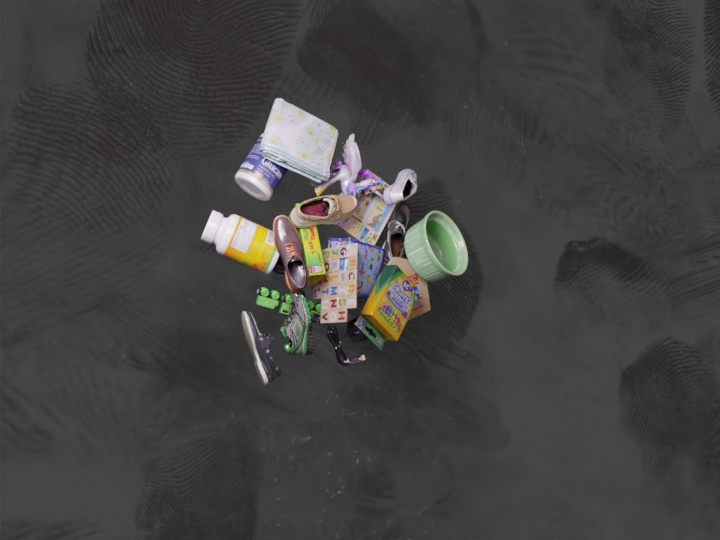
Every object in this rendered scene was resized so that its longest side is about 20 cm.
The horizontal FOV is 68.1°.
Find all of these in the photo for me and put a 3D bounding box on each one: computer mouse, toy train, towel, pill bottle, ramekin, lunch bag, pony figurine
[{"bbox_3d":[0.011,0.190,1.501,0.198,0.046,0.143,-23,111,-20],"label":"computer mouse"},{"bbox_3d":[-0.193,0.097,1.462,0.197,0.042,0.057,18,88,-18],"label":"toy train"},{"bbox_3d":[-0.158,-0.341,1.411,0.198,0.048,0.174,23,60,-23],"label":"towel"},{"bbox_3d":[-0.246,-0.302,1.447,0.110,0.111,0.202,32,74,-14],"label":"pill bottle"},{"bbox_3d":[0.219,-0.063,1.569,0.198,0.097,0.203,24,53,-37],"label":"ramekin"},{"bbox_3d":[0.000,0.000,1.502,0.198,0.093,0.153,12,85,-44],"label":"lunch bag"},{"bbox_3d":[-0.042,-0.266,1.515,0.197,0.167,0.196,-24,97,-4],"label":"pony figurine"},{"bbox_3d":[-0.310,-0.078,1.398,0.198,0.111,0.113,24,76,-16],"label":"pill bottle"}]

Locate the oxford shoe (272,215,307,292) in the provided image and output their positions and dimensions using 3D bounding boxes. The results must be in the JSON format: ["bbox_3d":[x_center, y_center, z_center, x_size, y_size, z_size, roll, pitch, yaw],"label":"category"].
[{"bbox_3d":[-0.171,-0.046,1.346,0.070,0.072,0.203,-17,89,-16],"label":"oxford shoe"}]

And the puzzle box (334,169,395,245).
[{"bbox_3d":[0.024,-0.181,1.583,0.132,0.025,0.202,32,74,-14],"label":"puzzle box"}]

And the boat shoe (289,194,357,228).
[{"bbox_3d":[-0.087,-0.162,1.405,0.198,0.066,0.075,-21,81,-28],"label":"boat shoe"}]

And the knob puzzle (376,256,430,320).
[{"bbox_3d":[0.114,0.054,1.568,0.216,0.030,0.224,-7,106,-28],"label":"knob puzzle"}]

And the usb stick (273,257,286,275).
[{"bbox_3d":[-0.149,0.000,1.493,0.197,0.033,0.056,13,73,-19],"label":"usb stick"}]

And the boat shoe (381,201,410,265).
[{"bbox_3d":[0.115,-0.114,1.589,0.071,0.068,0.203,20,76,-16],"label":"boat shoe"}]

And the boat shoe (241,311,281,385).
[{"bbox_3d":[-0.258,0.197,1.406,0.065,0.074,0.202,-19,91,-24],"label":"boat shoe"}]

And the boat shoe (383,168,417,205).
[{"bbox_3d":[0.137,-0.243,1.568,0.200,0.066,0.074,-53,133,-47],"label":"boat shoe"}]

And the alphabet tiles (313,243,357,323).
[{"bbox_3d":[-0.069,0.037,1.417,0.007,0.166,0.204,12,76,-45],"label":"alphabet tiles"}]

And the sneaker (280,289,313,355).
[{"bbox_3d":[-0.172,0.139,1.418,0.084,0.078,0.204,-5,109,-13],"label":"sneaker"}]

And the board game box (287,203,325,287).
[{"bbox_3d":[-0.149,-0.067,1.439,0.047,0.102,0.203,-5,73,-26],"label":"board game box"}]

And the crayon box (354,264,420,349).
[{"bbox_3d":[0.080,0.102,1.477,0.126,0.051,0.202,45,60,-30],"label":"crayon box"}]
